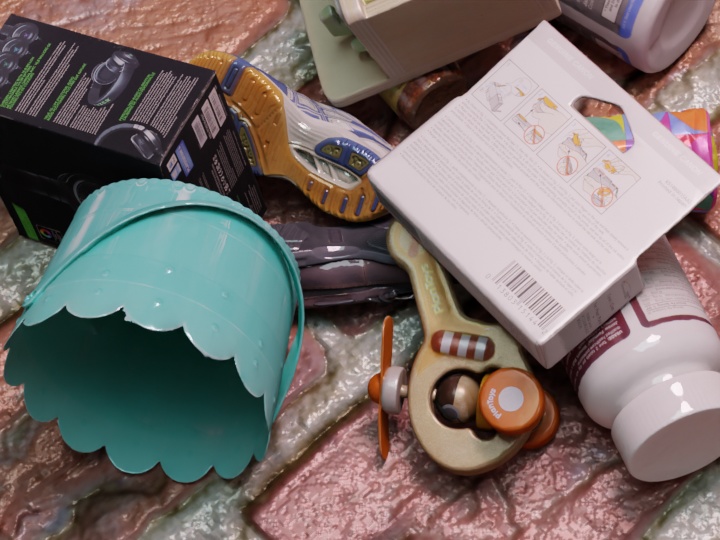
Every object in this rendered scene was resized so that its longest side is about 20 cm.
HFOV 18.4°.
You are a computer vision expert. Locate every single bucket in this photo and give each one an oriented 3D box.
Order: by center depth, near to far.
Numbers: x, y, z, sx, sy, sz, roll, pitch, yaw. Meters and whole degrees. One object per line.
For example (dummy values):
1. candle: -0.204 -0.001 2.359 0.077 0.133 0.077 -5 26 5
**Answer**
1. bucket: -0.141 0.041 1.591 0.206 0.208 0.135 7 54 12

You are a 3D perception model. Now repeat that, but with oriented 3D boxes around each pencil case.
1. pencil case: 0.171 -0.077 1.688 0.198 0.089 0.089 -3 58 5

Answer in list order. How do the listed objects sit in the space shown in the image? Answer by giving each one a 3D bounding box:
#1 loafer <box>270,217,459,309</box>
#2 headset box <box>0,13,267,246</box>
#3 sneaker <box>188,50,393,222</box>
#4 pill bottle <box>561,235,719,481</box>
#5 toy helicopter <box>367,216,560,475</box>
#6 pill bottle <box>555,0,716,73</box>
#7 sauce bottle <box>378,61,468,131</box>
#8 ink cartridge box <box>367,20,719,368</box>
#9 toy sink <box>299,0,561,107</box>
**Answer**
1. loafer: 0.000 0.000 1.686 0.198 0.063 0.072 0 28 2
2. headset box: -0.192 -0.088 1.680 0.199 0.175 0.093 18 61 22
3. sneaker: -0.049 -0.103 1.729 0.200 0.088 0.076 36 110 12
4. pill bottle: 0.193 0.044 1.593 0.109 0.110 0.201 -20 58 -5
5. toy helicopter: 0.055 0.052 1.608 0.131 0.079 0.201 -21 73 10
6. pill bottle: 0.180 -0.253 1.778 0.200 0.114 0.114 35 68 25
7. sauce bottle: 0.008 -0.196 1.795 0.066 0.066 0.200 -34 60 -14
8. ink cartridge box: 0.131 -0.056 1.576 0.176 0.045 0.200 -40 59 -6
9. toy sink: 0.033 -0.234 1.699 0.199 0.112 0.131 -21 63 14
